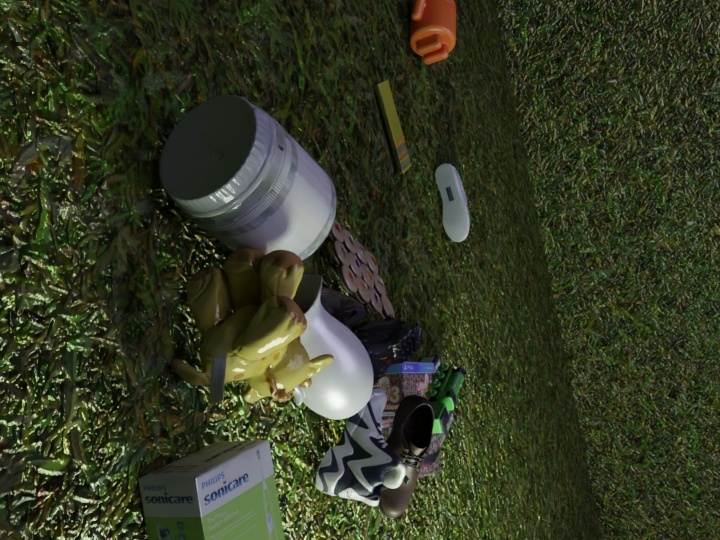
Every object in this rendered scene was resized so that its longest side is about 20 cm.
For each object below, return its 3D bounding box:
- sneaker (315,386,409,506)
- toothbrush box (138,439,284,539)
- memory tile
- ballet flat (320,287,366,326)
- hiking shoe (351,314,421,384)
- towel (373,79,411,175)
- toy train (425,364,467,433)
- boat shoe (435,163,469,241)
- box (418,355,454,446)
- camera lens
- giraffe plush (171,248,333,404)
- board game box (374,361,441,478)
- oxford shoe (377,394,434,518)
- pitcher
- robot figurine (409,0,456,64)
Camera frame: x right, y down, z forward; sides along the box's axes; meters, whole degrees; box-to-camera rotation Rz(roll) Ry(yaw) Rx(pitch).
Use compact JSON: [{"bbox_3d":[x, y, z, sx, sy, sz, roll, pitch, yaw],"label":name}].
[{"bbox_3d":[0.029,0.282,1.139,0.199,0.129,0.080,-51,156,-46],"label":"sneaker"},{"bbox_3d":[-0.159,0.312,0.827,0.145,0.085,0.202,-11,93,-64],"label":"toothbrush box"},{"bbox_3d":[0.000,0.000,1.290,0.200,0.017,0.154,41,29,-55],"label":"memory tile"},{"bbox_3d":[-0.050,0.054,1.184,0.046,0.067,0.200,55,16,22],"label":"ballet flat"},{"bbox_3d":[0.005,0.138,1.228,0.199,0.100,0.076,-22,121,-32],"label":"hiking shoe"},{"bbox_3d":[0.072,-0.316,1.598,0.086,0.018,0.201,-51,127,-64],"label":"towel"},{"bbox_3d":[0.149,0.228,1.312,0.200,0.056,0.042,-49,126,-58],"label":"toy train"},{"bbox_3d":[0.245,-0.175,1.850,0.065,0.073,0.202,-13,95,-60],"label":"boat shoe"},{"bbox_3d":[0.136,0.291,1.504,0.200,0.049,0.162,-43,119,-60],"label":"box"},{"bbox_3d":[-0.135,-0.105,0.922,0.200,0.159,0.161,41,46,-53],"label":"camera lens"},{"bbox_3d":[-0.117,0.091,0.902,0.162,0.171,0.201,45,51,-53],"label":"giraffe plush"},{"bbox_3d":[0.070,0.270,1.312,0.159,0.096,0.202,15,69,-63],"label":"board game box"},{"bbox_3d":[0.071,0.301,1.170,0.084,0.072,0.202,150,-45,-77],"label":"oxford shoe"},{"bbox_3d":[-0.076,0.134,1.050,0.172,0.121,0.201,-43,120,-29],"label":"pitcher"},{"bbox_3d":[0.181,-0.615,1.804,0.143,0.117,0.202,13,64,-17],"label":"robot figurine"}]
